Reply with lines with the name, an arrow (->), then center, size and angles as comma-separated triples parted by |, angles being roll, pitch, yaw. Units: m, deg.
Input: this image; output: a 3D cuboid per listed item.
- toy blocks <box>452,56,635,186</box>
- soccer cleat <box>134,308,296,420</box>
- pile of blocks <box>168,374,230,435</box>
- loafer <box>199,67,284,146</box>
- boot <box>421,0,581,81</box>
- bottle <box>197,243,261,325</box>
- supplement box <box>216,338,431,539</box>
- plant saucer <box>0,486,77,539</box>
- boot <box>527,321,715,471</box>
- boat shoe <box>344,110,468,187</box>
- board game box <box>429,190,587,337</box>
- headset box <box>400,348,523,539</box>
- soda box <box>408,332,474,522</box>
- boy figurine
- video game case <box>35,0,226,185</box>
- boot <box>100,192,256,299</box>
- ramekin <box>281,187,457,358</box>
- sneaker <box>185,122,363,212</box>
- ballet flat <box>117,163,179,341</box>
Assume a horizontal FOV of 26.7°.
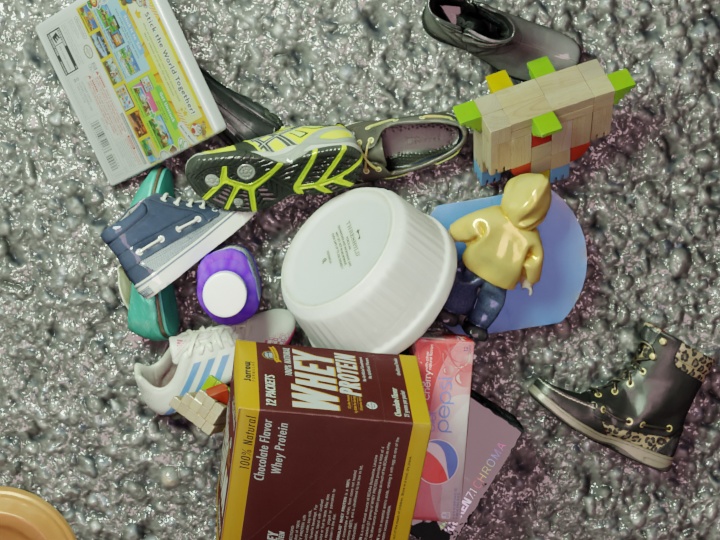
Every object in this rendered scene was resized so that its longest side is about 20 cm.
toy blocks -> 0.205, -0.154, 1.712 | 0.198, 0.137, 0.101 | -19, 56, -8
soccer cleat -> -0.168, 0.094, 1.735 | 0.199, 0.070, 0.087 | -33, 126, 2
pile of blocks -> -0.135, 0.154, 1.719 | 0.082, 0.199, 0.063 | 36, 94, 35
loafer -> -0.182, -0.186, 1.718 | 0.199, 0.068, 0.071 | 31, 83, -9
boot -> 0.161, -0.259, 1.696 | 0.197, 0.132, 0.071 | 14, 94, -4
bottle -> -0.145, 0.017, 1.674 | 0.064, 0.200, 0.085 | -16, 95, -1
supplement box -> -0.044, 0.198, 1.596 | 0.197, 0.133, 0.200 | 5, 118, -9
plant saucer -> -0.426, 0.356, 1.775 | 0.197, 0.037, 0.203 | 0, 95, -2
boot -> 0.308, 0.131, 1.770 | 0.198, 0.073, 0.152 | 27, 95, -9
boat shoe -> 0.026, -0.141, 1.737 | 0.198, 0.061, 0.073 | -15, 96, -1
board game box -> 0.164, -0.011, 1.770 | 0.197, 0.039, 0.160 | -9, 101, 3
headset box -> 0.058, 0.196, 1.755 | 0.199, 0.093, 0.175 | 33, 92, -5
soda box -> 0.083, 0.172, 1.676 | 0.069, 0.063, 0.203 | 4, 94, -3
boy figurine -> 0.150, -0.025, 1.702 | 0.123, 0.065, 0.202 | 24, 107, -3
video game case -> -0.257, -0.216, 1.686 | 0.181, 0.023, 0.202 | -21, 97, 36
boot -> -0.195, -0.059, 1.687 | 0.091, 0.072, 0.200 | 55, 49, -9
ramekin -> 0.000, 0.000, 1.671 | 0.202, 0.202, 0.094 | -46, 126, 2
sneaker -> -0.097, -0.119, 1.691 | 0.197, 0.077, 0.076 | -5, 127, -5
ballet flat -> -0.250, -0.020, 1.736 | 0.069, 0.067, 0.203 | -1, 94, 17
